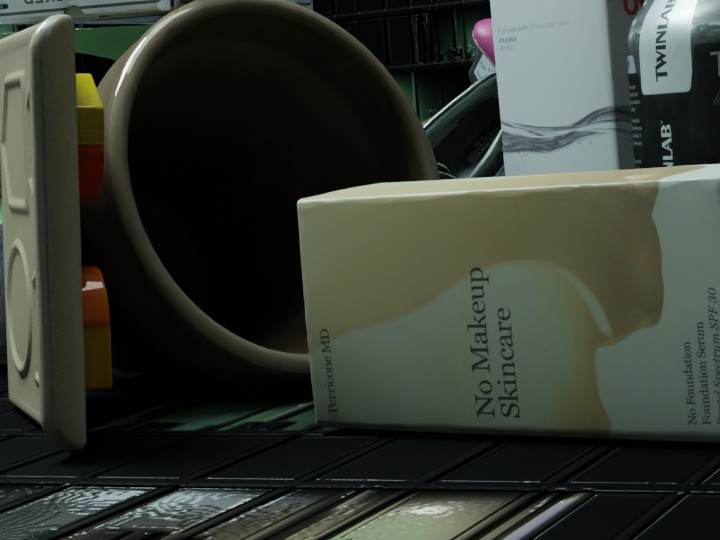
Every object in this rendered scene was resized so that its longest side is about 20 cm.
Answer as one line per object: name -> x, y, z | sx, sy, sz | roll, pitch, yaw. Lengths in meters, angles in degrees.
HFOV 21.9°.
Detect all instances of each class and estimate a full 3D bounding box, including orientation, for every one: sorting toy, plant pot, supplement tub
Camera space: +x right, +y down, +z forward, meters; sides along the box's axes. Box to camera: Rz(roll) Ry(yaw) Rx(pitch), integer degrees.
sorting toy -> -0.144, -0.020, 0.871 | 0.036, 0.186, 0.200 | -2, 4, -15
plant pot -> -0.083, -0.023, 0.981 | 0.199, 0.201, 0.174 | -9, -10, -37
supplement tub -> 0.191, -0.059, 0.889 | 0.122, 0.201, 0.123 | -5, 5, 0

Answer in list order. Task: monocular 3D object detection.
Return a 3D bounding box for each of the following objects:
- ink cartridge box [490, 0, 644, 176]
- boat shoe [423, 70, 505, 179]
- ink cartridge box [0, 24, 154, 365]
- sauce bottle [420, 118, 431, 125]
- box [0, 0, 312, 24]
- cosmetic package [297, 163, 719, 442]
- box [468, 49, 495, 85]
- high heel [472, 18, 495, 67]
ink cartridge box -> 0.153, -0.071, 1.063 | 0.082, 0.201, 0.146 | -1, 7, 41
boat shoe -> 0.038, -0.053, 1.167 | 0.072, 0.071, 0.200 | 28, 66, 27
ink cartridge box -> -0.171, -0.043, 1.105 | 0.145, 0.201, 0.048 | -7, 36, -23
sauce bottle -> 0.056, -0.074, 1.285 | 0.199, 0.066, 0.066 | -14, 9, -34
box -> -0.114, -0.168, 1.024 | 0.116, 0.061, 0.200 | -2, 7, 21
cosmetic package -> 0.075, 0.012, 0.760 | 0.199, 0.106, 0.071 | -3, 5, 36
box -> 0.183, -0.082, 1.272 | 0.157, 0.201, 0.051 | -3, -40, -30
high heel -> 0.177, -0.140, 1.210 | 0.199, 0.096, 0.068 | 26, 39, -6
